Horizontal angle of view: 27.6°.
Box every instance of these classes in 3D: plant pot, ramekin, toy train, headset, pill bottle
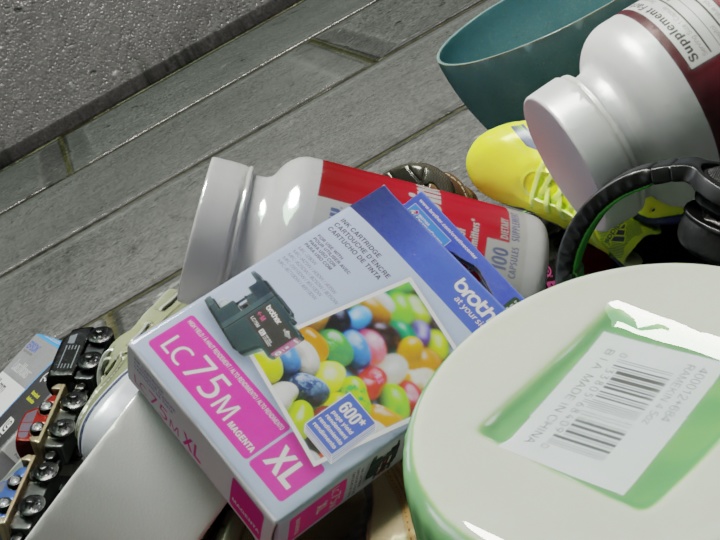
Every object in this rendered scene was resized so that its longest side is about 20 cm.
[{"bbox_3d":[0.176,-0.150,1.141,0.198,0.136,0.200,-25,18,9],"label":"plant pot"},{"bbox_3d":[0.111,0.086,0.567,0.198,0.098,0.201,-14,33,9],"label":"ramekin"},{"bbox_3d":[-0.204,0.106,0.965,0.045,0.034,0.201,0,38,9],"label":"toy train"},{"bbox_3d":[0.200,0.002,0.739,0.198,0.125,0.094,-1,13,25],"label":"headset"},{"bbox_3d":[0.000,0.000,0.844,0.197,0.114,0.112,14,18,-6],"label":"pill bottle"},{"bbox_3d":[0.195,-0.108,0.805,0.199,0.114,0.113,-31,18,-5],"label":"pill bottle"}]

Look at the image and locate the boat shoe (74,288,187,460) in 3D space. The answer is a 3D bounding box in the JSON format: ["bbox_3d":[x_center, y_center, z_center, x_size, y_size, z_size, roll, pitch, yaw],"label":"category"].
[{"bbox_3d":[-0.145,0.072,0.991,0.061,0.073,0.200,19,26,13],"label":"boat shoe"}]

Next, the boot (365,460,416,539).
[{"bbox_3d":[0.086,0.098,0.748,0.164,0.073,0.200,-14,18,5],"label":"boot"}]

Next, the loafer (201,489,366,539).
[{"bbox_3d":[-0.036,0.128,0.784,0.076,0.067,0.201,-54,3,41],"label":"loafer"}]

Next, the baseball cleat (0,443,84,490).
[{"bbox_3d":[-0.209,0.170,0.952,0.105,0.070,0.201,4,44,29],"label":"baseball cleat"}]

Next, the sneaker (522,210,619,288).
[{"bbox_3d":[0.104,0.001,0.935,0.198,0.077,0.084,-30,14,0],"label":"sneaker"}]

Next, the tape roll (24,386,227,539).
[{"bbox_3d":[-0.121,0.125,0.800,0.203,0.071,0.202,-52,3,4],"label":"tape roll"}]

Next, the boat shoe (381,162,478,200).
[{"bbox_3d":[0.001,-0.007,1.032,0.199,0.077,0.073,-27,-17,32],"label":"boat shoe"}]

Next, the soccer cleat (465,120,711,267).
[{"bbox_3d":[0.148,-0.038,0.866,0.198,0.065,0.084,20,39,20],"label":"soccer cleat"}]

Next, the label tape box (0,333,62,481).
[{"bbox_3d":[-0.232,0.102,1.107,0.200,0.063,0.144,-48,23,-13],"label":"label tape box"}]

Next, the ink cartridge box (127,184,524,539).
[{"bbox_3d":[-0.003,0.035,0.730,0.199,0.119,0.042,-31,-25,-28],"label":"ink cartridge box"}]
